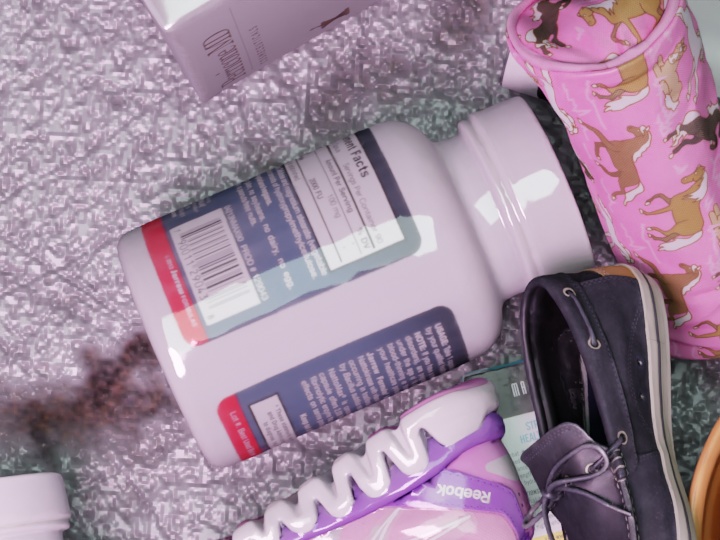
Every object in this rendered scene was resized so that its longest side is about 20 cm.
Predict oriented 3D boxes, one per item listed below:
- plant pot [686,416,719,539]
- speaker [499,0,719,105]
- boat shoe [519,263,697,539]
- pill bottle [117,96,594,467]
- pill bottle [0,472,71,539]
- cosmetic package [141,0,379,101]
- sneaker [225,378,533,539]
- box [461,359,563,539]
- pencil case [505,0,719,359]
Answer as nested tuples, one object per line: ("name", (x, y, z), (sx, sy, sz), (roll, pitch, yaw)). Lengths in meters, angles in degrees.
("plant pot", (0.239, 0.125, 1.183), (0.200, 0.140, 0.201), (0, 83, 1))
("speaker", (0.172, -0.096, 1.246), (0.200, 0.081, 0.081), (18, 83, 4))
("boat shoe", (0.102, 0.089, 1.137), (0.062, 0.075, 0.200), (8, 64, -24))
("pill bottle", (0.000, 0.000, 1.218), (0.200, 0.120, 0.120), (-23, 82, -2))
("pill bottle", (-0.161, 0.199, 1.199), (0.113, 0.113, 0.200), (-11, 81, 0))
("cosmetic package", (-0.035, -0.210, 1.224), (0.200, 0.167, 0.167), (-30, 83, -2))
("sneaker", (-0.004, 0.135, 1.194), (0.200, 0.080, 0.089), (-34, 85, 16))
("box", (0.111, 0.137, 1.230), (0.082, 0.049, 0.200), (-14, 82, 0))
("pencil case", (0.134, -0.047, 1.186), (0.083, 0.200, 0.087), (-1, 45, 32))
